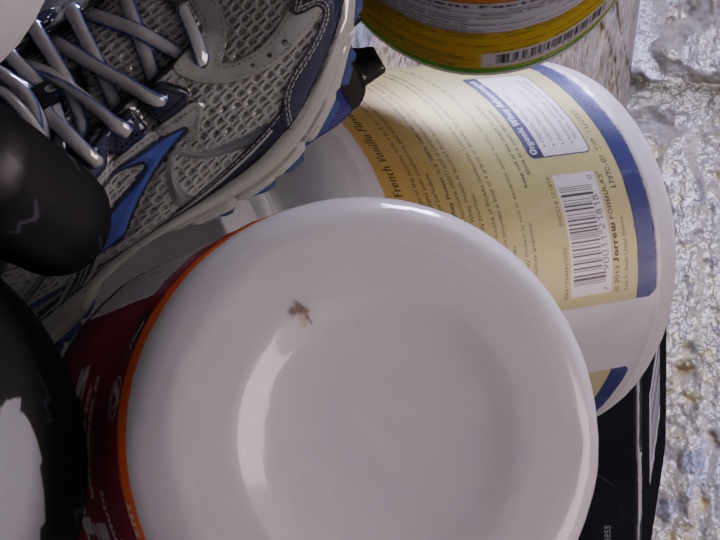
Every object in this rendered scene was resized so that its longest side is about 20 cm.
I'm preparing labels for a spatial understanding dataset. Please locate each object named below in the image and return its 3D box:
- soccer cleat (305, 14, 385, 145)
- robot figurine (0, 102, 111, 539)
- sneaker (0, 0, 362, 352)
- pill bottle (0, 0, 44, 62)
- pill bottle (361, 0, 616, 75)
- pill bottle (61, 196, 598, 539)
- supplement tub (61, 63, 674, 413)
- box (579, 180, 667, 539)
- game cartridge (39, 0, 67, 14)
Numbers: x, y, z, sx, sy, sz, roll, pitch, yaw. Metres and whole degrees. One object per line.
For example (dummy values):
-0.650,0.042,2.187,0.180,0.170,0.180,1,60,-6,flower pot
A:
-0.065,-0.110,0.801,0.200,0.084,0.065,58,-2,39,soccer cleat
-0.129,0.038,0.510,0.200,0.125,0.151,57,40,-72,robot figurine
-0.079,-0.035,0.660,0.200,0.077,0.085,-47,160,17,sneaker
-0.130,-0.095,0.468,0.200,0.114,0.115,42,55,-76,pill bottle
0.037,-0.132,0.741,0.200,0.111,0.111,67,30,-83,pill bottle
-0.023,0.045,0.617,0.200,0.109,0.110,162,-63,-73,pill bottle
0.000,0.000,0.873,0.200,0.144,0.145,-8,107,-39,supplement tub
0.052,0.057,1.209,0.124,0.196,0.200,-74,165,-44,box
-0.096,-0.156,0.695,0.133,0.040,0.200,-16,114,-51,game cartridge
